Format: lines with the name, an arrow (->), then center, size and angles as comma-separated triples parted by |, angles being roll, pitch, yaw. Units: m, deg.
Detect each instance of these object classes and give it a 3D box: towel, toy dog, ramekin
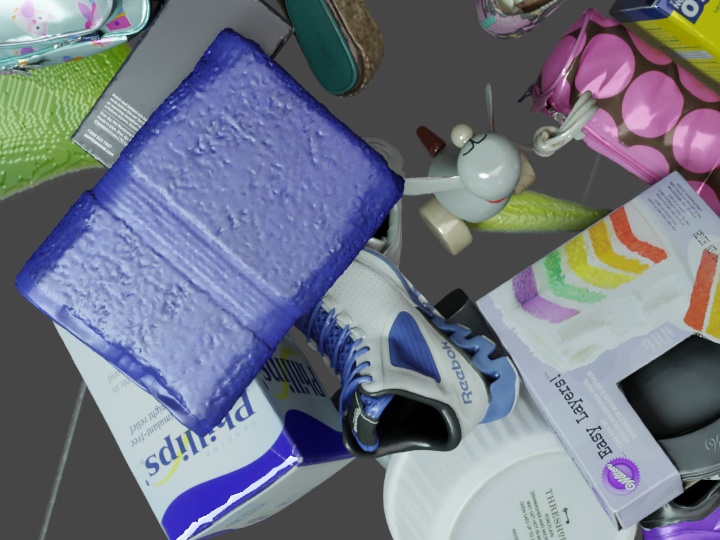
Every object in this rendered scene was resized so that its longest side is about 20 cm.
towel -> -0.086, -0.022, 0.630 | 0.147, 0.050, 0.201 | 40, 92, -10
toy dog -> 0.077, -0.086, 0.786 | 0.132, 0.200, 0.096 | -41, 84, -21
ramekin -> 0.123, 0.185, 0.829 | 0.199, 0.094, 0.205 | -5, 112, -12

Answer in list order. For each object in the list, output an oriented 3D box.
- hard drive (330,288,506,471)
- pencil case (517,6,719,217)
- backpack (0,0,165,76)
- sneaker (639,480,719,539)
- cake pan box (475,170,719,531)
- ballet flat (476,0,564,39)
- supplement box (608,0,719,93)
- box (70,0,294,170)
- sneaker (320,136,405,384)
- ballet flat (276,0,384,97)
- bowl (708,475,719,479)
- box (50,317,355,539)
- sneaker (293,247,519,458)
hard drive -> 0.088, 0.131, 0.868 | 0.139, 0.033, 0.200 | -40, 115, 3
pencil case -> 0.227, -0.111, 0.829 | 0.198, 0.091, 0.094 | 31, 59, -8
backpack -> -0.253, -0.225, 0.738 | 0.197, 0.154, 0.178 | -12, 107, 5
sneaker -> 0.332, 0.191, 0.903 | 0.197, 0.070, 0.101 | -13, 99, -3
cake pan box -> 0.206, 0.055, 0.748 | 0.183, 0.201, 0.052 | -33, 146, 5
ballet flat -> 0.171, -0.251, 0.806 | 0.199, 0.071, 0.069 | -41, 100, 3
supplement box -> 0.311, -0.190, 0.809 | 0.198, 0.110, 0.110 | 31, 97, -10
box -> -0.116, -0.132, 0.738 | 0.079, 0.200, 0.142 | 38, 95, -10
sneaker -> 0.000, 0.000, 0.835 | 0.074, 0.081, 0.203 | 1, 103, -7
ballet flat -> -0.039, -0.230, 0.800 | 0.070, 0.065, 0.202 | -11, 109, 36
bowl -> 0.260, 0.082, 0.816 | 0.198, 0.094, 0.204 | 8, 107, 28
box -> -0.106, 0.074, 0.751 | 0.104, 0.184, 0.201 | -33, 77, 6
sneaker -> 0.008, 0.061, 0.749 | 0.198, 0.115, 0.081 | 33, 128, 16
